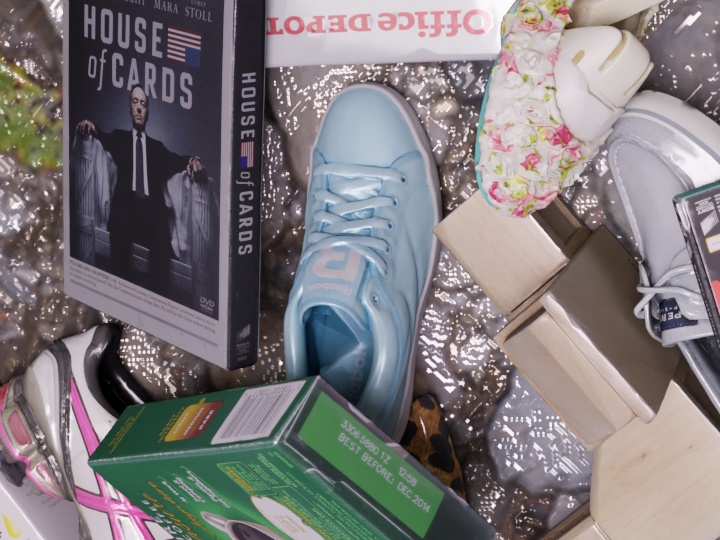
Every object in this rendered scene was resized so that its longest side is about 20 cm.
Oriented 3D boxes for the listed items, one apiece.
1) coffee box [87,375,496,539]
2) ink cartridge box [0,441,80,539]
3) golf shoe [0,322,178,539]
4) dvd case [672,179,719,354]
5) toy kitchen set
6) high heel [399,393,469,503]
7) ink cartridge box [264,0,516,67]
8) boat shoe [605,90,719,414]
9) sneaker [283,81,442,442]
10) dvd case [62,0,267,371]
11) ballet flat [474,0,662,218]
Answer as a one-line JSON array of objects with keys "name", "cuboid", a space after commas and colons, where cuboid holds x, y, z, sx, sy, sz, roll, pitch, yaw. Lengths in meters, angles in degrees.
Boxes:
[{"name": "coffee box", "cuboid": [-0.040, 0.109, 0.874, 0.123, 0.044, 0.200, 42, 152, -19]}, {"name": "ink cartridge box", "cuboid": [-0.241, 0.121, 1.011, 0.115, 0.068, 0.200, -38, 89, 18]}, {"name": "golf shoe", "cuboid": [-0.113, 0.123, 0.975, 0.092, 0.073, 0.200, -37, 90, 18]}, {"name": "dvd case", "cuboid": [0.234, 0.039, 0.797, 0.145, 0.022, 0.201, -20, 97, -4]}, {"name": "toy kitchen set", "cuboid": [0.069, 0.082, 0.871, 0.180, 0.163, 0.200, -41, 88, 19]}, {"name": "high heel", "cuboid": [0.008, 0.171, 0.915, 0.071, 0.143, 0.201, 13, 104, 12]}, {"name": "ink cartridge box", "cuboid": [0.015, -0.200, 0.870, 0.145, 0.083, 0.201, -1, 101, 15]}, {"name": "boat shoe", "cuboid": [0.167, 0.013, 0.828, 0.201, 0.071, 0.070, 56, 149, -3]}, {"name": "sneaker", "cuboid": [0.000, 0.000, 0.898, 0.073, 0.082, 0.201, -1, 83, 10]}, {"name": "dvd case", "cuboid": [-0.102, -0.065, 0.913, 0.150, 0.025, 0.201, 20, 115, 45]}, {"name": "ballet flat", "cuboid": [0.109, -0.116, 0.821, 0.064, 0.076, 0.201, 0, 62, 45]}]
